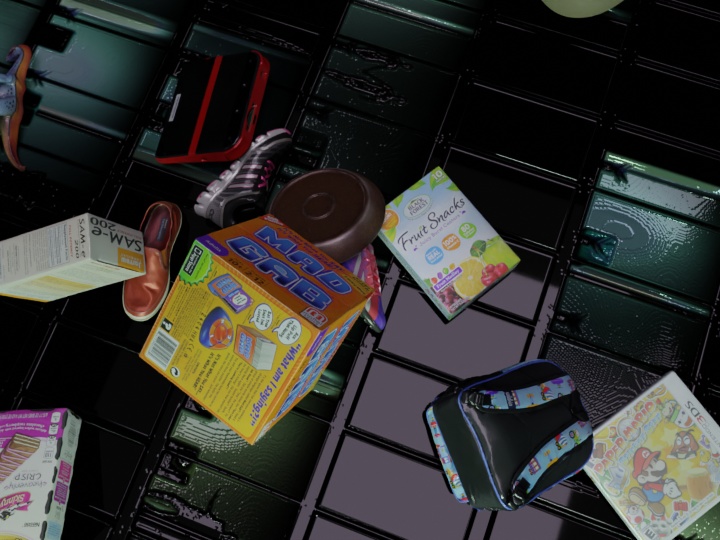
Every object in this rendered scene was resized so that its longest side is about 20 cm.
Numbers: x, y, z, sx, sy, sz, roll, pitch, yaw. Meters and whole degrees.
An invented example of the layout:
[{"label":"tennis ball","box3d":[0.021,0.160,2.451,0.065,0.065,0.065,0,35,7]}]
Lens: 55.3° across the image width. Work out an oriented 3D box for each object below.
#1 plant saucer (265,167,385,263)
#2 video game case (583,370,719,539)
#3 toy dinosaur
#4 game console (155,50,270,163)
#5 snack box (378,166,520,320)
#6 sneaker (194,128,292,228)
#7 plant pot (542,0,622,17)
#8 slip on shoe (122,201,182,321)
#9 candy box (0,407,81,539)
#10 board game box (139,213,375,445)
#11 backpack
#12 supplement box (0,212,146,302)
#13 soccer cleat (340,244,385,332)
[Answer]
[{"label":"plant saucer","box3d":[-0.062,-0.093,1.075,0.200,0.035,0.200,-7,52,9]},{"label":"video game case","box3d":[0.444,0.280,1.015,0.200,0.023,0.182,-35,78,-6]},{"label":"toy dinosaur","box3d":[-0.606,-0.299,1.184,0.200,0.105,0.182,47,65,-26]},{"label":"game console","box3d":[-0.243,-0.268,1.134,0.177,0.031,0.200,0,68,27]},{"label":"snack box","box3d":[0.131,-0.044,1.087,0.142,0.053,0.200,-37,78,-7]},{"label":"sneaker","box3d":[-0.171,-0.141,1.114,0.087,0.074,0.200,43,85,8]},{"label":"plant pot","box3d":[0.368,-0.502,1.144,0.200,0.134,0.201,0,76,2]},{"label":"slip on shoe","box3d":[-0.336,-0.019,1.096,0.074,0.061,0.200,13,79,3]},{"label":"candy box","box3d":[-0.498,0.306,1.001,0.136,0.061,0.200,-3,61,1]},{"label":"board game box","box3d":[-0.138,0.071,0.958,0.200,0.200,0.200,36,113,10]},{"label":"backpack","box3d":[0.220,0.225,0.977,0.200,0.135,0.183,-17,78,-29]},{"label":"supplement box","box3d":[-0.446,-0.015,1.039,0.200,0.126,0.074,-14,76,17]},{"label":"soccer cleat","box3d":[0.000,0.000,1.075,0.073,0.068,0.200,-28,74,0]}]
